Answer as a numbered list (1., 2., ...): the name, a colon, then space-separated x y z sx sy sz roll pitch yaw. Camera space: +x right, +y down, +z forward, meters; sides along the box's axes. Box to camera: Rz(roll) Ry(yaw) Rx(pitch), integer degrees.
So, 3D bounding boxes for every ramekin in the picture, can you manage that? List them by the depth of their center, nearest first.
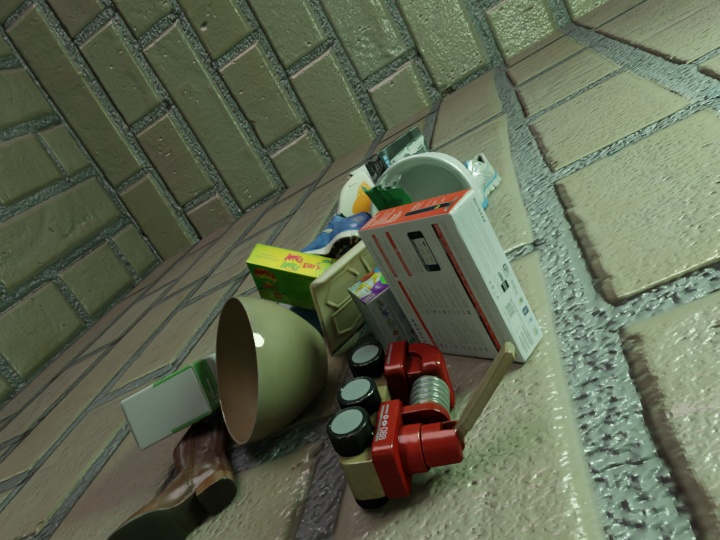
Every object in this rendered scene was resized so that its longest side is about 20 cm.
1. ramekin: 0.122 -0.113 0.989 0.196 0.205 0.098 -23 12 26

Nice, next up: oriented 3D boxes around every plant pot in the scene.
1. plant pot: -0.125 0.140 0.816 0.131 0.208 0.198 -1 0 -32

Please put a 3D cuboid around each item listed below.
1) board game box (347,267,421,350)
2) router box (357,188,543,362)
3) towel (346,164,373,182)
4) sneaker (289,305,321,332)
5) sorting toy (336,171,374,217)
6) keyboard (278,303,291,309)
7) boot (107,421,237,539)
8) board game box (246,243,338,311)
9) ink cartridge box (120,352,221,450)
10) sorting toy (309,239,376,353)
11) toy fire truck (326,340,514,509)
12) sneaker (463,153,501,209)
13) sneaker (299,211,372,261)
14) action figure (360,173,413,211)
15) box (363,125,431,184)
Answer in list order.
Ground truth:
1. board game box: 0.095 0.022 0.828 0.197 0.107 0.103 -35 18 -9
2. router box: 0.106 0.012 0.677 0.049 0.203 0.177 -40 20 -28
3. towel: 0.092 -0.184 1.218 0.190 0.199 0.033 -39 -14 -41
4. sneaker: -0.109 0.094 1.061 0.081 0.076 0.202 -49 7 47
5. sorting toy: -0.034 -0.075 1.118 0.179 0.107 0.200 -42 -6 -8
6. keyboard: -0.175 0.102 1.239 0.055 0.011 0.201 -23 20 14
7. boot: -0.266 0.301 0.789 0.182 0.066 0.199 -23 19 -15
8. board game box: -0.098 0.020 0.983 0.194 0.103 0.048 11 51 20
9. ink cartridge box: -0.280 0.205 0.932 0.143 0.086 0.200 -28 -3 11
10. sorting toy: -0.003 0.022 0.900 0.036 0.203 0.184 36 63 29
11. toy fire truck: 0.074 0.133 0.582 0.194 0.132 0.177 -13 23 17
12. sneaker: 0.230 -0.179 1.146 0.073 0.088 0.201 -15 26 36
13. sneaker: -0.042 -0.046 0.986 0.197 0.078 0.091 -22 36 44
14. action figure: 0.088 -0.067 0.915 0.055 0.202 0.117 -43 30 -14
15. box: 0.109 -0.169 1.120 0.049 0.204 0.157 -18 16 47
